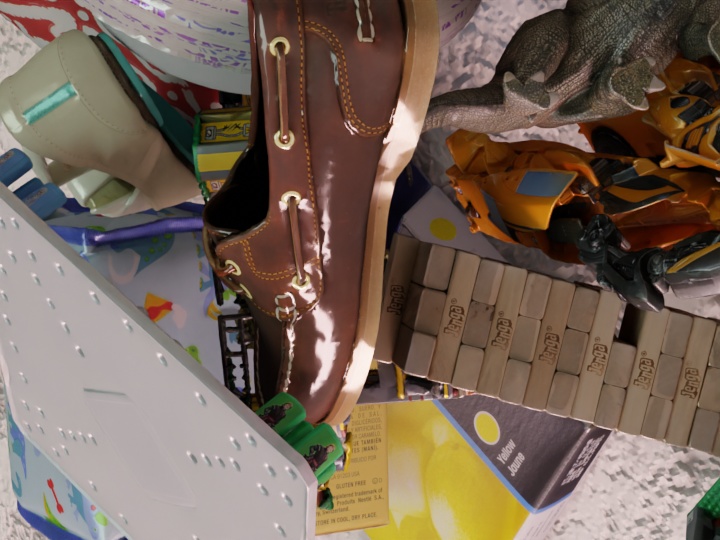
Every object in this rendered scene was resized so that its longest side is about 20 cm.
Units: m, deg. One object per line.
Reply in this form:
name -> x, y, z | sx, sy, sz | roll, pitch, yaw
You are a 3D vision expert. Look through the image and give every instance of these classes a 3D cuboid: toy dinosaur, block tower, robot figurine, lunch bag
toy dinosaur -> 0.093, -0.087, 0.721 | 0.077, 0.200, 0.102 | 42, -177, -3
block tower -> 0.105, 0.036, 0.770 | 0.058, 0.198, 0.055 | -154, 79, -84
robot figurine -> 0.124, -0.046, 0.747 | 0.199, 0.145, 0.059 | 12, 136, 59
lunch bag -> -0.135, 0.048, 1.008 | 0.199, 0.126, 0.172 | 6, 100, 55

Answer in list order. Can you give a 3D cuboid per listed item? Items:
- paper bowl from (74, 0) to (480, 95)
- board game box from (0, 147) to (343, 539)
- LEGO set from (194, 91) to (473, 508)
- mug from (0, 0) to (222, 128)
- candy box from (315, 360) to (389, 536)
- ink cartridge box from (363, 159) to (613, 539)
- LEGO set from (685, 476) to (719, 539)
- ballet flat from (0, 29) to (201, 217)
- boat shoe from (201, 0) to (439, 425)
paper bowl -> -0.041, -0.150, 0.768 | 0.201, 0.200, 0.105 | 44, 139, 26
board game box -> -0.084, 0.067, 0.793 | 0.200, 0.026, 0.201 | 40, 151, 23
LEGO set -> 0.000, 0.000, 0.852 | 0.114, 0.154, 0.202 | -4, 95, 7
mug -> -0.102, -0.163, 0.934 | 0.177, 0.134, 0.200 | -34, 116, 24
candy box -> -0.035, 0.028, 1.000 | 0.116, 0.056, 0.202 | 11, 103, 64
ink cartridge box -> 0.032, 0.063, 1.002 | 0.200, 0.047, 0.198 | 47, 139, 22
LEGO set -> 0.177, 0.172, 0.767 | 0.153, 0.117, 0.200 | 22, 141, -14
ballet flat -> -0.113, -0.058, 0.838 | 0.070, 0.069, 0.200 | 57, -179, 11
boat shoe -> -0.025, -0.024, 0.697 | 0.071, 0.070, 0.202 | -121, 33, -48
